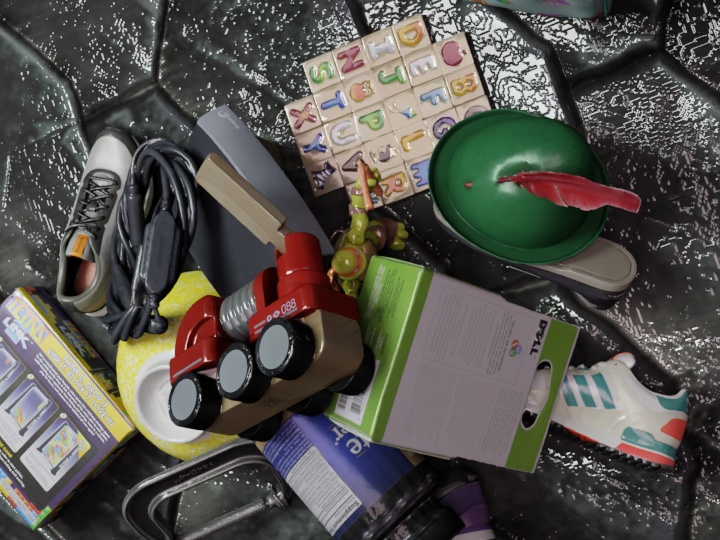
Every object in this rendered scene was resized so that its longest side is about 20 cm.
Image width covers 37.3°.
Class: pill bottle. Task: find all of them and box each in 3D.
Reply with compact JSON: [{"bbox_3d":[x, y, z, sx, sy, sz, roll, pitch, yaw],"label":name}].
[{"bbox_3d":[-0.001,0.187,0.981,0.112,0.112,0.200,-46,76,11],"label":"pill bottle"}]

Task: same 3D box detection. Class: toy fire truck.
[{"bbox_3d":[-0.097,0.022,0.908,0.176,0.128,0.201,-31,55,35],"label":"toy fire truck"}]

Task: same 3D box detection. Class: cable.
[{"bbox_3d":[-0.203,-0.029,1.026,0.050,0.163,0.202,10,73,-26],"label":"cable"}]

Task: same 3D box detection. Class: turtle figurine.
[{"bbox_3d":[0.000,0.000,1.001,0.064,0.161,0.202,-1,91,13],"label":"turtle figurine"}]

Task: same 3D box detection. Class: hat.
[{"bbox_3d":[0.162,-0.112,0.922,0.199,0.176,0.166,30,65,12],"label":"hat"}]

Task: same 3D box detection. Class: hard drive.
[{"bbox_3d":[-0.114,-0.045,1.004,0.200,0.042,0.135,53,129,26],"label":"hard drive"}]

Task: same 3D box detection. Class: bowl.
[{"bbox_3d":[-0.164,0.111,1.049,0.198,0.108,0.202,5,107,15],"label":"bowl"}]

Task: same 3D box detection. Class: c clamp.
[{"bbox_3d":[-0.149,0.241,1.079,0.199,0.171,0.027,-28,40,6],"label":"c clamp"}]

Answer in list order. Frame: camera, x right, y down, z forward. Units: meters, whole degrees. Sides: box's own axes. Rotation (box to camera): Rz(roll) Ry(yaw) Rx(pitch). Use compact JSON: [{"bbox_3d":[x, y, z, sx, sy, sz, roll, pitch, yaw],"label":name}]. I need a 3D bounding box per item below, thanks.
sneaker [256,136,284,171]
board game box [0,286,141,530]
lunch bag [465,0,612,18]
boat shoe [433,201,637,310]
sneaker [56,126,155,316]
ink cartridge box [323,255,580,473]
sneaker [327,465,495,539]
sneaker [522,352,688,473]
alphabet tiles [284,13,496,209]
[{"bbox_3d":[-0.106,-0.034,1.071,0.070,0.076,0.202,-9,89,14],"label":"sneaker"},{"bbox_3d":[-0.346,0.145,1.145,0.165,0.057,0.200,-43,81,9],"label":"board game box"},{"bbox_3d":[0.134,-0.287,0.963,0.198,0.160,0.078,12,94,12],"label":"lunch bag"},{"bbox_3d":[0.158,-0.016,1.011,0.199,0.063,0.073,22,54,10],"label":"boat shoe"},{"bbox_3d":[-0.269,-0.050,1.109,0.073,0.079,0.202,11,92,16],"label":"sneaker"},{"bbox_3d":[0.085,0.088,0.942,0.076,0.199,0.149,16,87,54],"label":"ink cartridge box"},{"bbox_3d":[0.029,0.248,1.057,0.198,0.076,0.088,-16,73,10],"label":"sneaker"},{"bbox_3d":[0.214,0.114,1.009,0.199,0.070,0.094,22,79,14],"label":"sneaker"},{"bbox_3d":[0.028,-0.155,1.071,0.199,0.006,0.168,-20,86,13],"label":"alphabet tiles"}]
